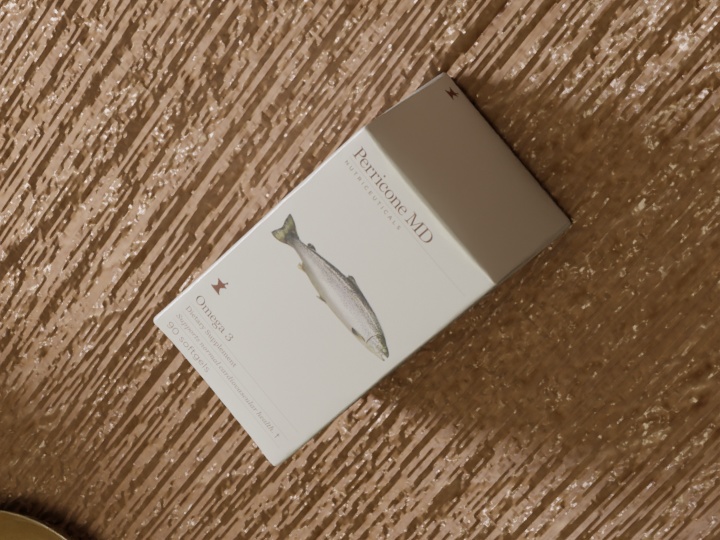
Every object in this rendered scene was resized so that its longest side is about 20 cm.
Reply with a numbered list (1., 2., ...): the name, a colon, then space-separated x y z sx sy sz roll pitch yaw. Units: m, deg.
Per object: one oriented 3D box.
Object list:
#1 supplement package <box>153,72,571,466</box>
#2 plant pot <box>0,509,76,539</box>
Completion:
1. supplement package: 0.000 0.000 1.326 0.117 0.117 0.200 50 123 3
2. plant pot: -0.231 0.253 1.606 0.200 0.027 0.200 11 115 25
